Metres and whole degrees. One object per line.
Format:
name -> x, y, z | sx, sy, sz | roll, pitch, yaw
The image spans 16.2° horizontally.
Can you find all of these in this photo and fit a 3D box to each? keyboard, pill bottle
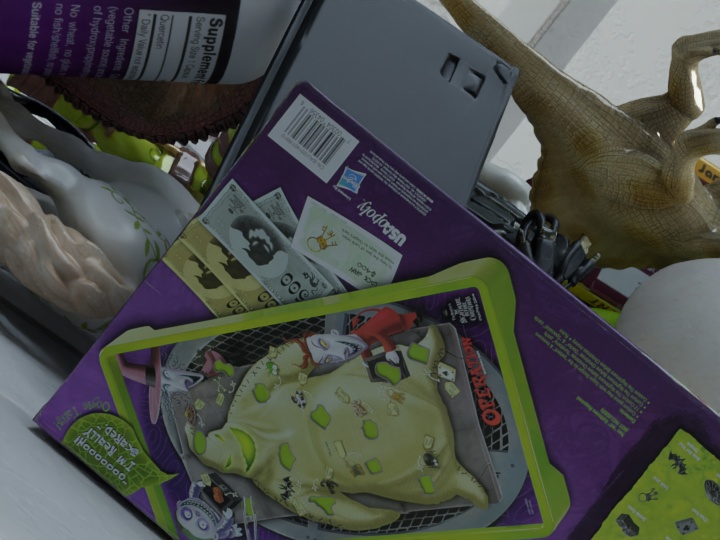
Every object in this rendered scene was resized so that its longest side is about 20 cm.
keyboard -> 0.006, 0.006, 0.785 | 0.127, 0.201, 0.021 | 33, -33, -13
pill bottle -> -0.089, -0.121, 0.848 | 0.199, 0.113, 0.112 | 1, 11, -12

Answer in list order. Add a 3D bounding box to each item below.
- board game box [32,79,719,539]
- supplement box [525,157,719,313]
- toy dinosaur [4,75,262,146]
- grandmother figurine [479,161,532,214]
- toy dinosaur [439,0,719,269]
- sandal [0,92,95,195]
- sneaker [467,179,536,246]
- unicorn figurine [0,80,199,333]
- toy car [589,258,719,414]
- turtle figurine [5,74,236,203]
board game box -> 0.025, 0.057, 0.681 | 0.200, 0.120, 0.032 | 40, 0, 4
supplement box -> 0.114, 0.014, 1.180 | 0.110, 0.086, 0.200 | 32, -20, -11
toy dinosaur -> -0.097, -0.089, 0.948 | 0.199, 0.136, 0.086 | 29, -20, 15
grandmother figurine -> 0.000, 0.000, 0.990 | 0.199, 0.061, 0.121 | -16, 53, -41
toy dinosaur -> 0.094, -0.038, 0.858 | 0.200, 0.101, 0.058 | 47, 41, -23
sandal -> -0.143, -0.049, 1.040 | 0.076, 0.043, 0.200 | 40, 3, 32
sneaker -> 0.001, 0.017, 0.884 | 0.078, 0.090, 0.200 | 38, 30, 19
unicorn figurine -> -0.081, -0.020, 0.872 | 0.137, 0.074, 0.200 | 29, 28, 4
toy car -> 0.111, 0.105, 0.872 | 0.200, 0.150, 0.175 | 42, -31, -8
turtle figurine -> -0.098, -0.038, 1.167 | 0.161, 0.065, 0.200 | 31, -25, -9
